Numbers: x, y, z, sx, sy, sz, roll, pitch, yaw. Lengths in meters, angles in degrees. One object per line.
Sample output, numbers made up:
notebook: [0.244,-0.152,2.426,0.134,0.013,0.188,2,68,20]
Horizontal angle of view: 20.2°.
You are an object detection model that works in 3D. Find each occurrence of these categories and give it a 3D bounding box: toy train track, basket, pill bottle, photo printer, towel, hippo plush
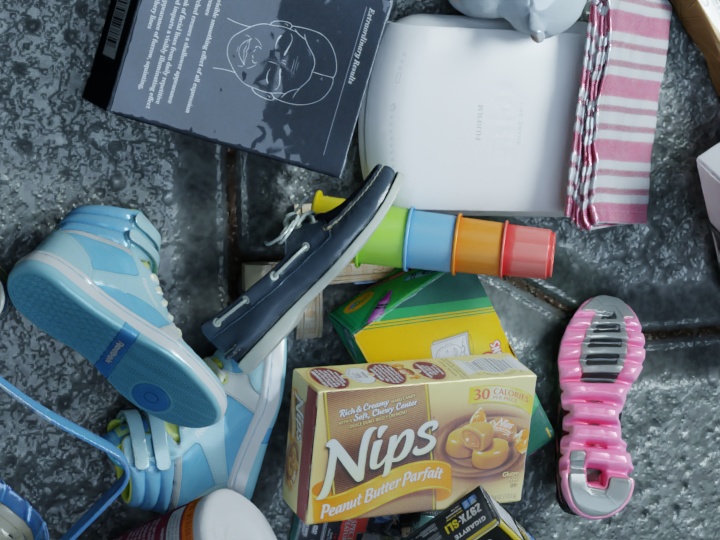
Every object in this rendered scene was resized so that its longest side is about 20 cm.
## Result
toy train track: [0.000,0.000,1.693,0.198,0.033,0.116,-5,102,-19]
basket: [-0.300,0.181,1.569,0.176,0.139,0.200,34,99,-21]
pill bottle: [-0.167,0.261,1.606,0.199,0.114,0.114,-26,111,23]
photo printer: [0.095,-0.128,1.680,0.198,0.069,0.168,1,101,-19]
towel: [0.223,-0.135,1.697,0.146,0.030,0.202,-7,105,-61]
hippo plush: [0.146,-0.277,1.631,0.198,0.159,0.162,12,119,14]

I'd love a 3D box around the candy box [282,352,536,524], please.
candy box: [0.040,0.135,1.642,0.199,0.055,0.116,-3,110,-24]

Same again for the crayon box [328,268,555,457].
crayon box: [0.070,0.090,1.707,0.118,0.058,0.201,-34,118,-11]

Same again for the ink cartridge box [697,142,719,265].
ink cartridge box: [0.381,-0.049,1.735,0.144,0.084,0.201,-34,138,-10]

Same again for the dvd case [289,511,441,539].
dvd case: [0.025,0.278,1.764,0.198,0.022,0.147,9,98,-19]

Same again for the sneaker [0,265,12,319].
sneaker: [-0.353,-0.012,1.539,0.199,0.090,0.067,25,93,-21]

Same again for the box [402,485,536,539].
box: [0.067,0.286,1.696,0.199,0.049,0.160,-36,135,9]

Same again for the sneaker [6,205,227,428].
sneaker: [-0.168,0.024,1.587,0.200,0.079,0.131,41,43,-13]

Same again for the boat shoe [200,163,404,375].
boat shoe: [-0.045,-0.011,1.575,0.062,0.075,0.200,40,99,0]

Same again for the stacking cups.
stacking cups: [0.058,-0.024,1.633,0.198,0.061,0.061,7,99,4]

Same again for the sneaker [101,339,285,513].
sneaker: [-0.139,0.111,1.633,0.130,0.079,0.202,11,98,-21]

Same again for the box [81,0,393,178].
box: [-0.097,-0.174,1.585,0.199,0.107,0.150,15,95,-20]

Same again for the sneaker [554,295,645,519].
sneaker: [0.200,0.123,1.766,0.078,0.095,0.202,10,73,-4]

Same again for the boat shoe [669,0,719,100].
boat shoe: [0.337,-0.191,1.749,0.069,0.071,0.201,-34,109,-11]
